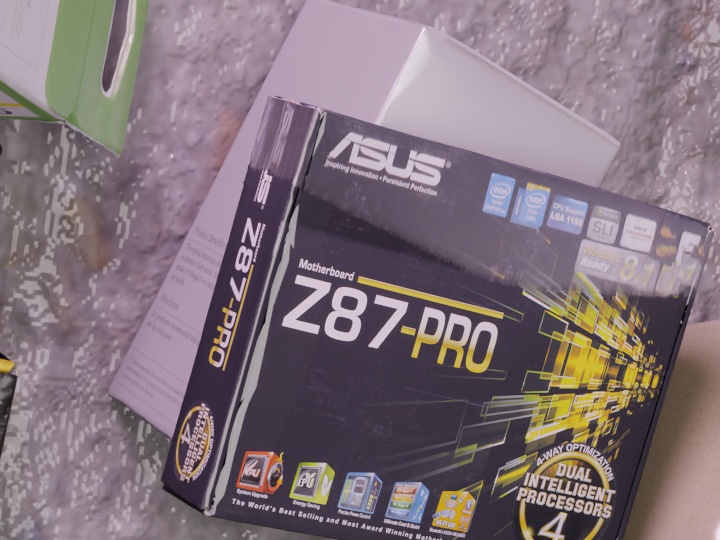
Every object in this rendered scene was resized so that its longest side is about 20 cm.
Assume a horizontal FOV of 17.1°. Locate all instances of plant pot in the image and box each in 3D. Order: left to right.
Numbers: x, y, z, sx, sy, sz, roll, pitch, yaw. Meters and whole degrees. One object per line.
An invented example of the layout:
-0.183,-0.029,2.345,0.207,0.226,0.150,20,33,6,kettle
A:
0.166,0.102,1.117,0.199,0.200,0.135,-4,67,-26,plant pot

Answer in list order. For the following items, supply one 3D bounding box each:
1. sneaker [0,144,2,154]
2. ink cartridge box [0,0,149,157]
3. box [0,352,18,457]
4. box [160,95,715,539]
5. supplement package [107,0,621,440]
-0.239,-0.048,0.927,0.201,0.067,0.108,-30,87,-39,sneaker
-0.149,-0.121,0.925,0.200,0.059,0.105,35,61,-67,ink cartridge box
-0.238,0.119,0.979,0.159,0.049,0.202,10,97,-30,box
0.034,0.033,0.963,0.199,0.049,0.163,15,92,-30,box
0.000,0.000,1.032,0.117,0.117,0.201,28,89,-28,supplement package
